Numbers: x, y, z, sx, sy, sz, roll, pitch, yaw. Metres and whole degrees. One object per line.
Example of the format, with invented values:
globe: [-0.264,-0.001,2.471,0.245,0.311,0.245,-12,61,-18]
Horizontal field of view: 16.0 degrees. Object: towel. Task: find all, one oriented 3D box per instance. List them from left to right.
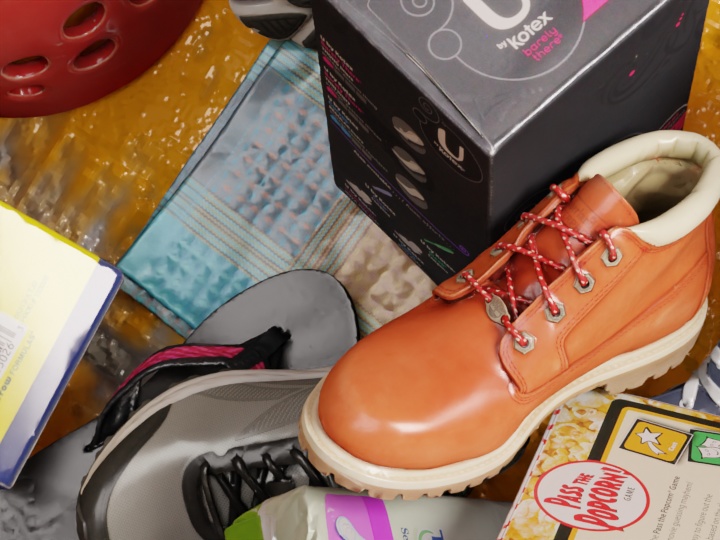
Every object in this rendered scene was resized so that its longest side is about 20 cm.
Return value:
towel: [0.000,0.000,1.153,0.200,0.022,0.147,36,93,16]

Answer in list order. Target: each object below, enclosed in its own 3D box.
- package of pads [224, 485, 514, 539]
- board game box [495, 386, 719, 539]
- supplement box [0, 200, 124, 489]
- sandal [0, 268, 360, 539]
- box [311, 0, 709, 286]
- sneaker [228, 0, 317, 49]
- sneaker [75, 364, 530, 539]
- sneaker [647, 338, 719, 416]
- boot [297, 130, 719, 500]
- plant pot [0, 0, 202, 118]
package of pads: [0.039,0.185,0.996,0.068,0.154,0.201,-36,56,43]
board game box: [0.153,0.120,0.970,0.199,0.152,0.046,14,124,13]
supplement box: [-0.222,-0.001,1.112,0.200,0.109,0.110,31,80,-17]
sandal: [-0.081,0.071,1.116,0.200,0.045,0.075,-36,74,-8]
box: [0.060,-0.077,1.044,0.122,0.200,0.106,-41,73,-12]
sneaker: [0.024,-0.173,1.154,0.200,0.081,0.084,-31,57,-3]
sneaker: [-0.023,0.077,1.066,0.199,0.079,0.074,-18,109,-7]
sneaker: [0.167,0.031,1.080,0.108,0.070,0.201,7,87,14]
boot: [0.061,0.011,0.982,0.200,0.107,0.075,-28,59,-32]
plant pot: [-0.178,-0.180,1.145,0.200,0.182,0.201,-1,84,14]
